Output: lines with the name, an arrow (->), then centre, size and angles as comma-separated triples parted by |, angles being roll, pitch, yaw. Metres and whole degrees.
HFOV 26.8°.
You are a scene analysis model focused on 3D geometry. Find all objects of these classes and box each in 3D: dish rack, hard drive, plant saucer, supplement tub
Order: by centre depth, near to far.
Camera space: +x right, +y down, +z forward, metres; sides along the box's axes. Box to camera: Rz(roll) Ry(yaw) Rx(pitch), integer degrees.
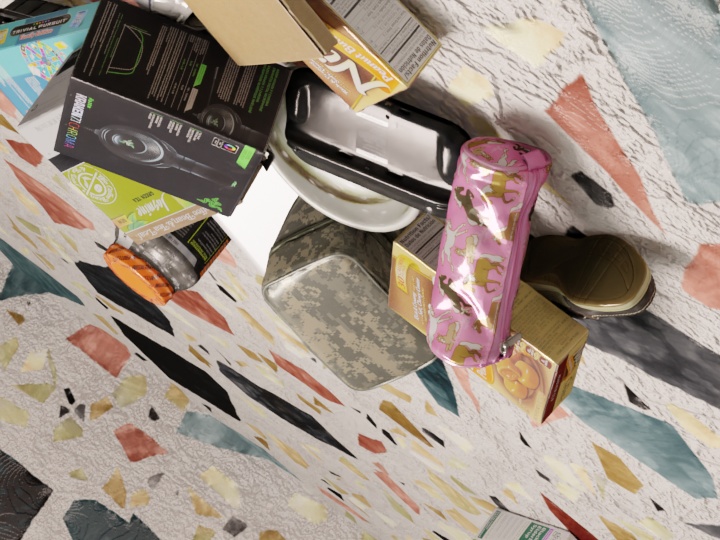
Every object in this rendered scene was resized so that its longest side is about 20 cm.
plant saucer -> -0.013, -0.128, 1.472 | 0.199, 0.050, 0.201 | 26, 147, 18
hard drive -> -0.084, -0.052, 1.736 | 0.131, 0.025, 0.200 | -31, 108, 30
supplement tub -> -0.212, -0.064, 1.829 | 0.122, 0.201, 0.123 | 34, 162, 13
dish rack -> -0.353, -0.250, 1.875 | 0.153, 0.055, 0.201 | 22, 152, 45

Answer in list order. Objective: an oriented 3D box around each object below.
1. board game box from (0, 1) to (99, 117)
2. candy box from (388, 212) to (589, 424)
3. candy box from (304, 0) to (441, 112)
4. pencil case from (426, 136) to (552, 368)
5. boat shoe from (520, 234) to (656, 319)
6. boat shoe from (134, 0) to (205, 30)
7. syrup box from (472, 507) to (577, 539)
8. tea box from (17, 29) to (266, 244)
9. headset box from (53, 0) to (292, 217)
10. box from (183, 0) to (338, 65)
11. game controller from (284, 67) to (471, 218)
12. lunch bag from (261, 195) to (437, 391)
board game box -> -0.328, -0.231, 1.762 | 0.198, 0.047, 0.151 | -7, 140, 28
candy box -> 0.118, 0.045, 1.447 | 0.199, 0.055, 0.116 | 37, 152, 20
candy box -> -0.037, -0.228, 1.267 | 0.200, 0.055, 0.115 | 43, 162, -13
pencil case -> 0.111, -0.017, 1.320 | 0.086, 0.202, 0.083 | 11, -159, 9
boat shoe -> 0.212, 0.011, 1.385 | 0.066, 0.072, 0.200 | 39, 169, -25
boat shoe -> -0.165, -0.251, 1.410 | 0.065, 0.074, 0.200 | 29, -171, -2
syrup box -> 0.267, 0.439, 2.346 | 0.081, 0.079, 0.199 | 46, 162, -23
tea box -> -0.223, -0.158, 1.633 | 0.199, 0.134, 0.197 | -18, 126, 46
headset box -> -0.172, -0.146, 1.414 | 0.198, 0.094, 0.174 | 21, 157, -10
box -> -0.122, -0.249, 1.231 | 0.200, 0.021, 0.163 | 49, 161, -25
game controller -> 0.015, -0.117, 1.385 | 0.199, 0.042, 0.105 | 23, 130, 21
lunch bag -> 0.000, 0.000, 1.632 | 0.139, 0.169, 0.200 | -28, 122, 30
